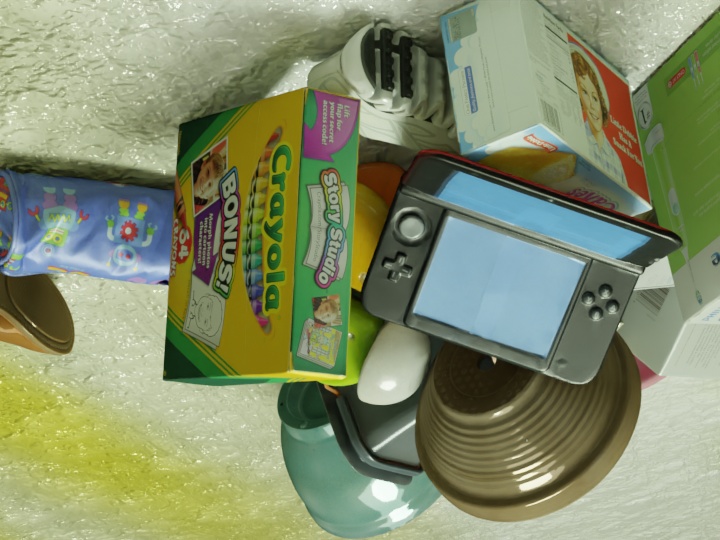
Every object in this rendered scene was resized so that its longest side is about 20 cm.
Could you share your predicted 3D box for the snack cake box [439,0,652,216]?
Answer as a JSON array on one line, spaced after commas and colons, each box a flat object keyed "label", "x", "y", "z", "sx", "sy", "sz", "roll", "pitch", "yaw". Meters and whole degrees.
[{"label": "snack cake box", "x": 0.141, "y": -0.115, "z": 1.284, "sx": 0.067, "sy": 0.116, "sz": 0.200, "roll": -20, "pitch": 154, "yaw": 27}]

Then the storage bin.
[{"label": "storage bin", "x": 0.036, "y": 0.074, "z": 1.600, "sx": 0.134, "sy": 0.201, "sz": 0.145, "roll": -33, "pitch": 150, "yaw": 23}]

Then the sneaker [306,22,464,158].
[{"label": "sneaker", "x": 0.045, "y": -0.123, "z": 1.300, "sx": 0.081, "sy": 0.076, "sz": 0.199, "roll": -20, "pitch": 147, "yaw": 41}]

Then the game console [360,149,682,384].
[{"label": "game console", "x": 0.112, "y": 0.002, "z": 1.279, "sx": 0.199, "sy": 0.119, "sz": 0.173, "roll": 19, "pitch": 110, "yaw": -3}]

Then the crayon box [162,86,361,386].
[{"label": "crayon box", "x": -0.075, "y": -0.019, "z": 1.261, "sx": 0.058, "sy": 0.201, "sz": 0.172, "roll": 8, "pitch": 170, "yaw": -35}]

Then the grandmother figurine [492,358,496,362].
[{"label": "grandmother figurine", "x": 0.082, "y": 0.067, "z": 1.689, "sx": 0.199, "sy": 0.122, "sz": 0.061, "roll": -2, "pitch": 137, "yaw": 44}]

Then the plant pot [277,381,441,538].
[{"label": "plant pot", "x": -0.005, "y": 0.159, "z": 1.796, "sx": 0.199, "sy": 0.201, "sz": 0.134, "roll": -20, "pitch": 129, "yaw": 24}]

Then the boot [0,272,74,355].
[{"label": "boot", "x": -0.362, "y": 0.038, "z": 1.508, "sx": 0.154, "sy": 0.074, "sz": 0.200, "roll": -23, "pitch": 141, "yaw": 27}]

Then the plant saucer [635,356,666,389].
[{"label": "plant saucer", "x": 0.262, "y": 0.023, "z": 1.628, "sx": 0.200, "sy": 0.051, "sz": 0.201, "roll": -19, "pitch": 128, "yaw": -25}]

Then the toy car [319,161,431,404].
[{"label": "toy car", "x": 0.000, "y": 0.000, "z": 1.456, "sx": 0.174, "sy": 0.150, "sz": 0.201, "roll": 25, "pitch": 126, "yaw": 18}]

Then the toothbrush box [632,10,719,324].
[{"label": "toothbrush box", "x": 0.295, "y": -0.077, "z": 1.321, "sx": 0.086, "sy": 0.201, "sz": 0.146, "roll": 2, "pitch": 154, "yaw": -24}]

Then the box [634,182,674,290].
[{"label": "box", "x": 0.180, "y": -0.026, "z": 1.434, "sx": 0.199, "sy": 0.060, "sz": 0.117, "roll": -5, "pitch": 156, "yaw": -7}]

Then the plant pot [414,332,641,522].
[{"label": "plant pot", "x": 0.123, "y": 0.097, "z": 1.423, "sx": 0.200, "sy": 0.202, "sz": 0.093, "roll": -19, "pitch": 137, "yaw": 22}]

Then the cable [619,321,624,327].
[{"label": "cable", "x": 0.165, "y": 0.110, "z": 1.570, "sx": 0.097, "sy": 0.050, "sz": 0.201, "roll": -8, "pitch": 139, "yaw": -25}]

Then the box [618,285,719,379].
[{"label": "box", "x": 0.334, "y": 0.024, "z": 1.576, "sx": 0.199, "sy": 0.097, "sz": 0.125, "roll": 6, "pitch": 115, "yaw": -38}]

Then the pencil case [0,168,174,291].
[{"label": "pencil case", "x": -0.207, "y": -0.029, "z": 1.392, "sx": 0.199, "sy": 0.087, "sz": 0.078, "roll": 7, "pitch": 177, "yaw": -31}]
